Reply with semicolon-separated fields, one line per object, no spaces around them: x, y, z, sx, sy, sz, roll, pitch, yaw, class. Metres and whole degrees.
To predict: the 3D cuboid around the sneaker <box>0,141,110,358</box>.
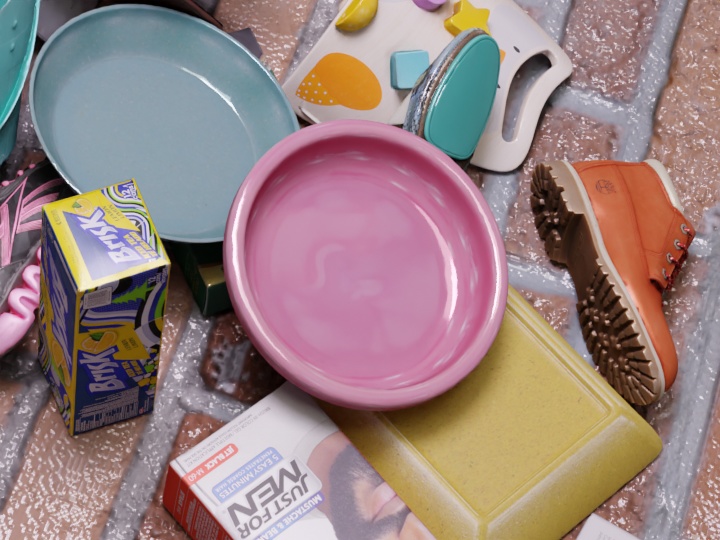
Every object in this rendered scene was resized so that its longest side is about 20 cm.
-0.241;-0.035;1.643;0.095;0.079;0.201;31;56;-11;sneaker

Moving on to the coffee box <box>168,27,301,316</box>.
-0.095;-0.074;1.721;0.122;0.044;0.201;-16;63;-19;coffee box

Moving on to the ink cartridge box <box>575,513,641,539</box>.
0.196;0.274;1.537;0.199;0.086;0.147;30;59;7;ink cartridge box

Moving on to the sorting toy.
0.068;-0.167;1.791;0.180;0.107;0.201;35;58;-10;sorting toy

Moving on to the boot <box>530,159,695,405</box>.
0.203;0.001;1.713;0.106;0.075;0.201;-7;59;-19;boot

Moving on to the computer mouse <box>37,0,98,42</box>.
-0.209;-0.260;1.792;0.044;0.110;0.201;-13;58;33;computer mouse

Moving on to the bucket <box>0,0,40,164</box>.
-0.320;-0.152;1.638;0.205;0.136;0.208;4;30;-2;bucket

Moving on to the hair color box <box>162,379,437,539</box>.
-0.025;0.181;1.569;0.111;0.064;0.200;-34;71;-26;hair color box

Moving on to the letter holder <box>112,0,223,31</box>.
-0.145;-0.253;1.678;0.142;0.200;0.101;10;73;45;letter holder

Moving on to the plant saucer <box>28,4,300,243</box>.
-0.138;-0.094;1.659;0.199;0.036;0.201;14;52;-18;plant saucer

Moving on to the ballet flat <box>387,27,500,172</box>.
0.041;-0.080;1.708;0.074;0.074;0.201;18;78;2;ballet flat

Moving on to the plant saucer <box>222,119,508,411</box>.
0.000;0.000;1.612;0.199;0.051;0.202;6;71;-18;plant saucer

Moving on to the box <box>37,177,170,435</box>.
-0.169;0.027;1.556;0.064;0.200;0.070;-17;64;-18;box

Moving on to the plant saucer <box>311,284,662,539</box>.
0.081;0.097;1.647;0.200;0.049;0.200;-36;70;-26;plant saucer
